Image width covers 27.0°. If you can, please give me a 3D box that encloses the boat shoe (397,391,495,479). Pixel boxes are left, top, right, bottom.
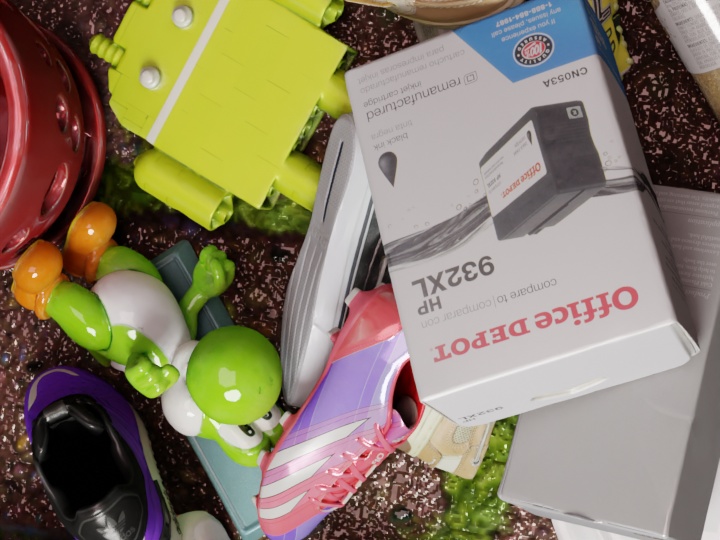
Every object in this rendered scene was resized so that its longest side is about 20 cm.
[{"bbox_3d":[0.096,0.040,0.944,0.076,0.072,0.201,29,108,-1],"label":"boat shoe"}]

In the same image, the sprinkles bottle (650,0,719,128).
[{"bbox_3d":[0.197,-0.175,0.877,0.068,0.068,0.201,-30,104,12],"label":"sprinkles bottle"}]

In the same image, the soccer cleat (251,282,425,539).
[{"bbox_3d":[-0.005,0.100,0.925,0.076,0.067,0.201,38,116,26],"label":"soccer cleat"}]

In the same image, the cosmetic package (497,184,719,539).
[{"bbox_3d":[0.161,0.054,0.874,0.106,0.090,0.201,12,82,29],"label":"cosmetic package"}]

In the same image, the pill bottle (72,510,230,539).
[{"bbox_3d":[-0.182,0.232,0.986,0.199,0.111,0.112,-15,88,13],"label":"pill bottle"}]

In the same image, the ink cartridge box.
[{"bbox_3d":[0.087,-0.033,0.831,0.144,0.084,0.201,-18,70,15],"label":"ink cartridge box"}]

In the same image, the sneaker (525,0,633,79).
[{"bbox_3d":[0.132,-0.154,0.932,0.076,0.075,0.201,15,97,-8],"label":"sneaker"}]

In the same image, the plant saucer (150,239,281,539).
[{"bbox_3d":[-0.099,0.082,1.011,0.070,0.019,0.201,-31,83,12],"label":"plant saucer"}]

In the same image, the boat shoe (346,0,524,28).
[{"bbox_3d":[0.011,-0.185,0.877,0.199,0.069,0.074,16,101,43],"label":"boat shoe"}]

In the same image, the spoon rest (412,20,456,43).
[{"bbox_3d":[0.050,-0.202,0.939,0.060,0.099,0.201,-18,74,-11],"label":"spoon rest"}]

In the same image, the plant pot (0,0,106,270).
[{"bbox_3d":[-0.267,-0.089,0.962,0.199,0.182,0.202,0,91,14],"label":"plant pot"}]

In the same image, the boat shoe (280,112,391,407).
[{"bbox_3d":[0.000,0.000,0.956,0.070,0.072,0.201,9,113,-20],"label":"boat shoe"}]

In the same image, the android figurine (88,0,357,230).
[{"bbox_3d":[-0.086,-0.124,0.992,0.199,0.041,0.183,33,99,9],"label":"android figurine"}]

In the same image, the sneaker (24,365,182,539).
[{"bbox_3d":[-0.175,0.107,0.949,0.069,0.100,0.200,-34,43,-7],"label":"sneaker"}]

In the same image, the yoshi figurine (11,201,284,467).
[{"bbox_3d":[-0.120,0.038,0.954,0.200,0.112,0.113,40,92,7],"label":"yoshi figurine"}]

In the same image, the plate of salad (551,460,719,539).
[{"bbox_3d":[0.213,0.129,0.921,0.199,0.048,0.202,0,90,23],"label":"plate of salad"}]
